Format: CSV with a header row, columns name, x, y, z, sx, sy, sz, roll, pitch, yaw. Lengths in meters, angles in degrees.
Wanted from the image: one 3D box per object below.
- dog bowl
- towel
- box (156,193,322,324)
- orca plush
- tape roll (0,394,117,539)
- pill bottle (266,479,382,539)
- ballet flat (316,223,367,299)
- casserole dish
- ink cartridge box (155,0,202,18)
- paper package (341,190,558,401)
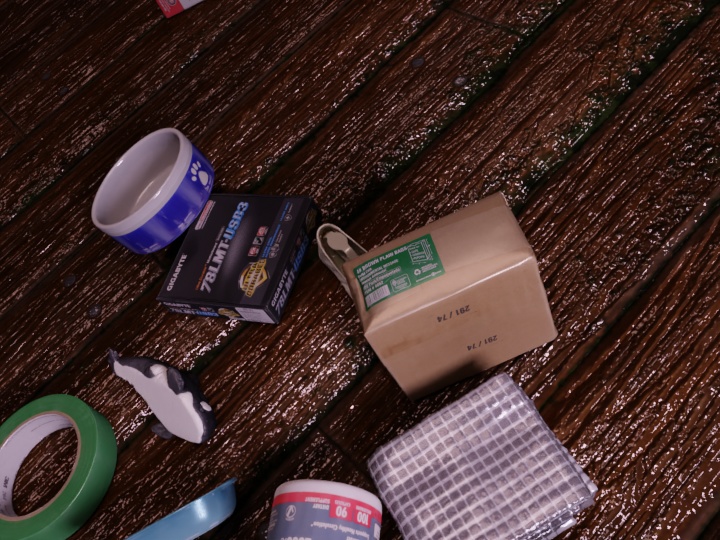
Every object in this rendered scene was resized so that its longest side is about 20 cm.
name,x,y,z,sx,sy,sz,roll,pitch,yaw
dog bowl,-0.335,-0.129,1.165,0.199,0.079,0.201,-22,46,25
towel,0.123,0.220,0.754,0.199,0.086,0.166,-32,52,-1
box,-0.180,-0.024,1.077,0.197,0.050,0.201,5,59,25
orca plush,-0.257,0.165,0.983,0.199,0.071,0.106,12,107,34
tape roll,-0.428,0.270,0.975,0.199,0.048,0.202,-11,54,15
pill bottle,-0.045,0.327,0.727,0.118,0.120,0.202,-5,56,19
ballet flat,0.000,0.000,0.972,0.069,0.070,0.200,-41,52,-9
casserole dish,-0.224,0.303,0.830,0.199,0.121,0.039,-29,81,0
ink cartridge box,-0.365,-0.658,1.533,0.199,0.145,0.084,-23,51,6
paper package,0.106,0.035,0.822,0.199,0.191,0.104,-24,51,6
